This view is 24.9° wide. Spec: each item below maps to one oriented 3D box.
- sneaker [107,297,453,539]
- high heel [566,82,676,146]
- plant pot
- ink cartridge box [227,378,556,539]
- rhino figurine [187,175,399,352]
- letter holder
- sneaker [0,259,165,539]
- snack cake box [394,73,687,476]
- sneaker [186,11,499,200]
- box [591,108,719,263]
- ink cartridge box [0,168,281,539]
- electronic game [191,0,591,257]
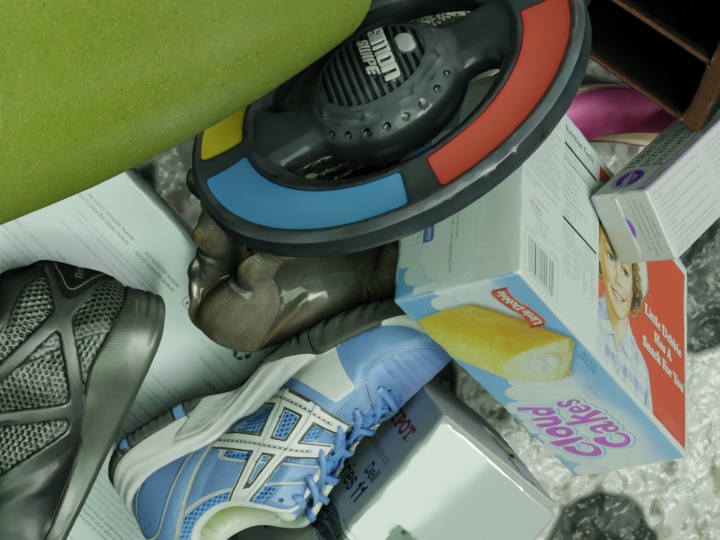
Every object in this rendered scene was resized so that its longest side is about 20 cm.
[{"bbox_3d":[-0.027,0.083,0.814,0.199,0.076,0.077,-33,64,9],"label":"sneaker"},{"bbox_3d":[0.134,-0.062,0.876,0.199,0.067,0.097,-32,101,-14],"label":"high heel"},{"bbox_3d":[-0.098,-0.125,0.678,0.199,0.186,0.189,-15,106,-33],"label":"plant pot"},{"bbox_3d":[-0.006,0.153,0.854,0.083,0.147,0.200,41,92,-15],"label":"ink cartridge box"},{"bbox_3d":[0.000,0.000,0.839,0.198,0.060,0.088,-2,135,-31],"label":"rhino figurine"},{"bbox_3d":[0.171,-0.196,0.800,0.142,0.101,0.200,35,63,13],"label":"letter holder"},{"bbox_3d":[-0.184,0.085,0.802,0.113,0.076,0.201,23,95,-12],"label":"sneaker"},{"bbox_3d":[0.096,0.007,0.811,0.067,0.116,0.200,-14,143,28],"label":"snack cake box"},{"bbox_3d":[-0.005,-0.097,0.853,0.199,0.077,0.089,-25,74,-3],"label":"sneaker"},{"bbox_3d":[0.193,-0.075,0.825,0.200,0.039,0.042,-41,112,-31],"label":"box"},{"bbox_3d":[-0.149,0.057,0.860,0.200,0.041,0.200,-42,106,1],"label":"ink cartridge box"},{"bbox_3d":[0.011,-0.084,0.753,0.199,0.200,0.042,-34,129,-1],"label":"electronic game"}]
